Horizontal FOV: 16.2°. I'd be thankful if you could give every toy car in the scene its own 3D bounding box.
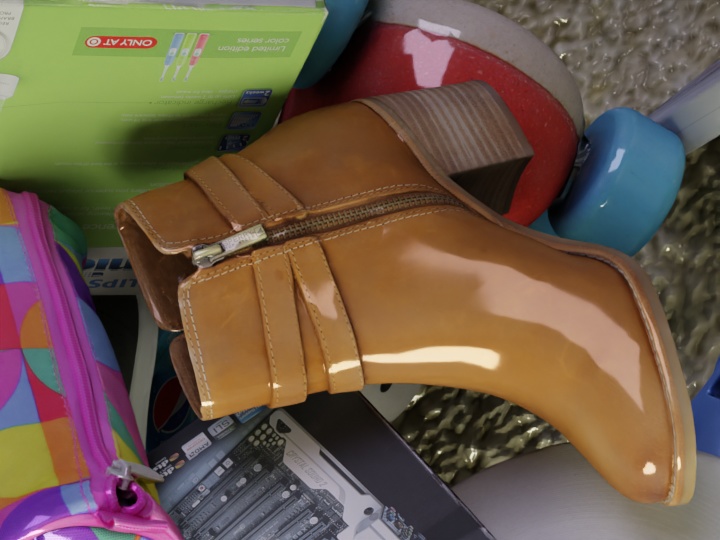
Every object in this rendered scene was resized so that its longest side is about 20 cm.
[{"bbox_3d":[0.000,0.000,1.038,0.201,0.184,0.177,-67,15,-18],"label":"toy car"}]

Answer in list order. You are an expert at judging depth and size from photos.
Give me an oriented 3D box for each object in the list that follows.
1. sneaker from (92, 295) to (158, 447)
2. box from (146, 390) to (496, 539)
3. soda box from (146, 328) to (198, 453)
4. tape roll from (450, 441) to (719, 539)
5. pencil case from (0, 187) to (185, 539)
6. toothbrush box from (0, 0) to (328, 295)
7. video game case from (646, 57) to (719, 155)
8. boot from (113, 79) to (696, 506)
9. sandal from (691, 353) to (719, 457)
[{"bbox_3d":[-0.141,0.035,1.037,0.071,0.099,0.201,-35,40,30],"label":"sneaker"},{"bbox_3d":[-0.053,0.134,0.884,0.199,0.050,0.158,-34,43,-10],"label":"box"},{"bbox_3d":[-0.162,0.039,1.171,0.199,0.064,0.068,13,54,34],"label":"soda box"},{"bbox_3d":[0.077,0.150,0.878,0.202,0.037,0.204,-13,50,15],"label":"tape roll"},{"bbox_3d":[-0.116,0.052,0.896,0.088,0.089,0.200,-27,44,-2],"label":"pencil case"},{"bbox_3d":[-0.114,-0.074,0.965,0.145,0.200,0.086,-1,58,-21],"label":"toothbrush box"},{"bbox_3d":[0.195,-0.107,1.084,0.182,0.024,0.200,-38,0,-14],"label":"video game case"},{"bbox_3d":[0.015,0.025,0.891,0.154,0.074,0.200,-18,52,-22],"label":"boot"},{"bbox_3d":[0.133,0.081,0.981,0.087,0.080,0.201,-2,45,28],"label":"sandal"}]
